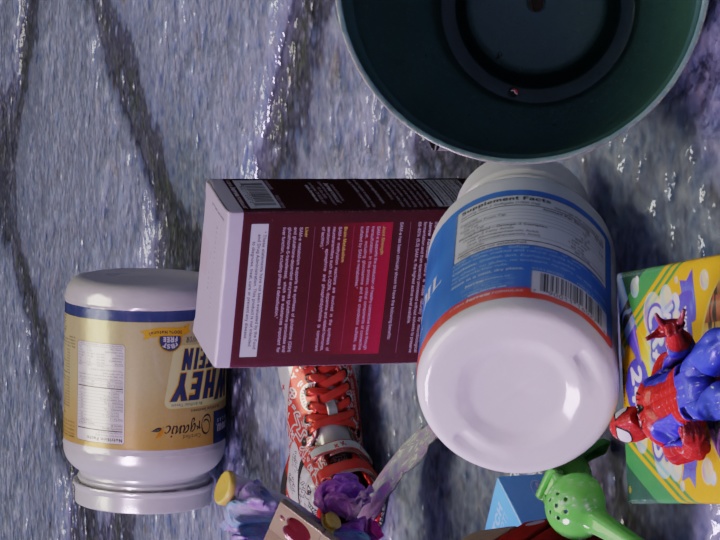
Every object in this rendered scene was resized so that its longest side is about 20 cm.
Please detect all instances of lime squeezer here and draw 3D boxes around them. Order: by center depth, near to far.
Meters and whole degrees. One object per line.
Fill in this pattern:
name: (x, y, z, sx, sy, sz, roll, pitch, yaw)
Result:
lime squeezer: (0.131, 0.122, 1.495, 0.200, 0.070, 0.038, -119, 32, -69)

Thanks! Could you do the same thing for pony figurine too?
pony figurine: (-0.017, 0.199, 1.849, 0.193, 0.199, 0.167, -54, 31, 36)

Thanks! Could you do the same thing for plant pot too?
plant pot: (0.093, -0.154, 1.492, 0.134, 0.200, 0.201, 13, -105, -82)

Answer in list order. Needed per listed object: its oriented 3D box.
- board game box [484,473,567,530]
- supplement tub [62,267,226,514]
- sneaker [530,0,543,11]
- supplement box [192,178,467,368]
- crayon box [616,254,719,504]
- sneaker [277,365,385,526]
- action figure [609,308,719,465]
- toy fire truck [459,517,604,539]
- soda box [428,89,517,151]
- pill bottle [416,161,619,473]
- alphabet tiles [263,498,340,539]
board game box: (0.107, 0.250, 1.660, 0.153, 0.040, 0.200, -116, 31, -52)
supplement tub: (-0.188, 0.104, 2.367, 0.144, 0.144, 0.201, -159, 69, -70)
sneaker: (0.075, -0.210, 1.686, 0.200, 0.070, 0.076, -111, 28, -44)
supplement box: (0.000, 0.000, 1.715, 0.061, 0.199, 0.109, -126, 40, -62)
crayon box: (0.194, 0.055, 1.377, 0.200, 0.051, 0.126, 165, 103, -70)
sneaker: (-0.019, 0.110, 1.990, 0.108, 0.067, 0.202, -140, 48, -65)
action figure: (0.167, 0.054, 1.309, 0.200, 0.052, 0.066, 132, 130, -67)
toy fire truck: (0.135, 0.226, 1.470, 0.200, 0.129, 0.177, -12, 94, 30)
soda box: (0.055, -0.158, 1.744, 0.200, 0.071, 0.063, -113, 29, -47)
pill bottle: (0.091, 0.016, 1.535, 0.200, 0.112, 0.113, -82, 2, -60)
alphabet tiles: (-0.009, 0.249, 1.751, 0.167, 0.008, 0.200, 36, 142, 9)
